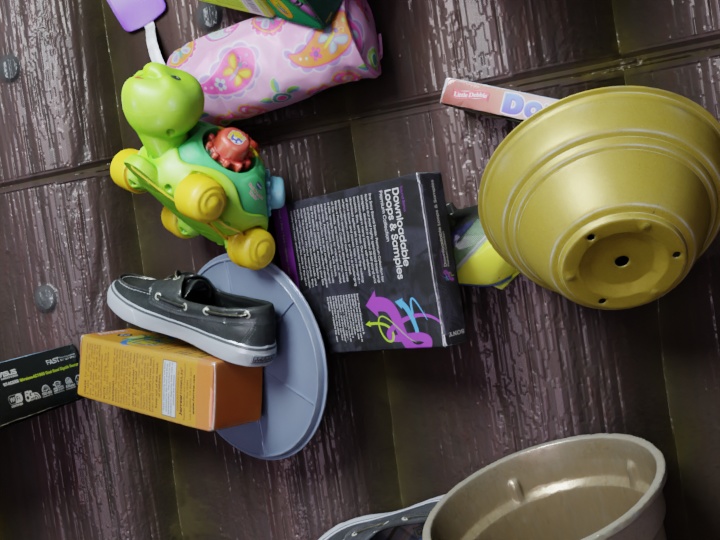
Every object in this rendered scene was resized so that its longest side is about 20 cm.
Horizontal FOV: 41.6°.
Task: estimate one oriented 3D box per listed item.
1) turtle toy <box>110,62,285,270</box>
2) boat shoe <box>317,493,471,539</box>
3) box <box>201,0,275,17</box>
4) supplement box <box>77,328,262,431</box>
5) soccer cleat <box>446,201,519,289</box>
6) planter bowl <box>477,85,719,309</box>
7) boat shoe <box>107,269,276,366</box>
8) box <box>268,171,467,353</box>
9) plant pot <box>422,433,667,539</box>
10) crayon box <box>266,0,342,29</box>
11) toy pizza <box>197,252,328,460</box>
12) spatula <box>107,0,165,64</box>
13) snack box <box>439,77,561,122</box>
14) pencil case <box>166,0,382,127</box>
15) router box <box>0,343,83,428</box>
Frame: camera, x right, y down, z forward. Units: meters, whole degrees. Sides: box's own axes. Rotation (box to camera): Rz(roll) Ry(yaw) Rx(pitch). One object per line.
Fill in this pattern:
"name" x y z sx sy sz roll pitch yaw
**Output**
"turtle toy" -0.143 -0.092 0.832 0.146 0.200 0.101 23 72 41
"boat shoe" 0.020 0.263 0.870 0.200 0.066 0.070 -23 86 21
"box" -0.097 -0.334 0.845 0.122 0.048 0.201 19 80 23
"supplement box" -0.186 0.101 0.907 0.200 0.066 0.069 4 95 38
"soccer cleat" 0.133 -0.029 0.815 0.200 0.065 0.084 -15 112 19
"planter bowl" 0.190 -0.031 0.713 0.200 0.084 0.201 1 133 2
"boat shoe" -0.154 0.031 0.876 0.200 0.069 0.057 19 108 31
"box" 0.000 0.000 0.832 0.200 0.036 0.144 -8 92 47
"plant pot" 0.175 0.260 0.758 0.200 0.200 0.184 -19 98 21
"crayon box" -0.028 -0.318 0.773 0.058 0.119 0.200 22 79 32
"toy pizza" -0.099 0.080 0.900 0.200 0.032 0.201 11 107 39
"spatula" -0.201 -0.212 0.939 0.056 0.021 0.201 -24 87 19
"snack box" 0.170 -0.126 0.778 0.199 0.072 0.024 16 100 19
"pencil case" -0.080 -0.188 0.863 0.199 0.087 0.088 -15 89 21
"router box" -0.405 0.145 0.978 0.199 0.150 0.062 -21 87 21
